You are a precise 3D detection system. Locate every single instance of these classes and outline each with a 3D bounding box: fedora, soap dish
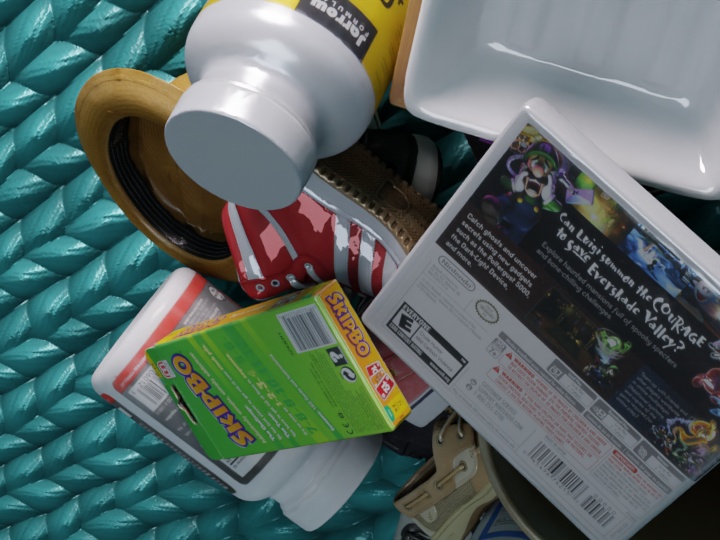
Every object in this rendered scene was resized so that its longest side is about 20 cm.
[{"bbox_3d":[-0.113,-0.080,0.920,0.201,0.082,0.201,29,149,19],"label":"fedora"},{"bbox_3d":[0.127,-0.134,0.671,0.200,0.081,0.157,17,131,6],"label":"soap dish"}]

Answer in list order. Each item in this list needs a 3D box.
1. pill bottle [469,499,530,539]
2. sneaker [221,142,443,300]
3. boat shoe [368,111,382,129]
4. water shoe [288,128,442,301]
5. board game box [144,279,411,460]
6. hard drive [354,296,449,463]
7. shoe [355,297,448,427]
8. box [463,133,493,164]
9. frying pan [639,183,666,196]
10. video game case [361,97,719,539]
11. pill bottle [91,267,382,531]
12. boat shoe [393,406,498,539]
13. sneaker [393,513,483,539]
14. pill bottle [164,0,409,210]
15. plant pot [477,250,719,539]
[{"bbox_3d":[0.127,0.216,0.905,0.112,0.200,0.112,14,124,22],"label":"pill bottle"},{"bbox_3d":[0.000,0.000,0.809,0.200,0.071,0.112,43,127,0],"label":"sneaker"},{"bbox_3d":[-0.033,-0.144,0.869,0.075,0.062,0.200,-10,128,28],"label":"boat shoe"},{"bbox_3d":[-0.020,-0.038,0.896,0.079,0.072,0.200,18,139,-21],"label":"water shoe"},{"bbox_3d":[-0.061,0.070,0.826,0.200,0.030,0.096,-19,105,46],"label":"board game box"},{"bbox_3d":[0.059,0.060,0.954,0.140,0.038,0.200,29,129,11],"label":"hard drive"},{"bbox_3d":[0.057,0.023,0.857,0.091,0.071,0.200,36,129,-7],"label":"shoe"},{"bbox_3d":[0.153,-0.114,0.762,0.200,0.036,0.143,-11,129,25],"label":"box"},{"bbox_3d":[0.167,-0.051,0.735,0.190,0.115,0.031,-18,87,28],"label":"frying pan"},{"bbox_3d":[0.117,0.036,0.696,0.200,0.023,0.182,44,129,9],"label":"video game case"},{"bbox_3d":[-0.090,0.100,0.958,0.200,0.116,0.116,39,130,-9],"label":"pill bottle"},{"bbox_3d":[0.080,0.129,0.914,0.065,0.071,0.200,33,130,6],"label":"boat shoe"},{"bbox_3d":[0.053,0.250,1.047,0.074,0.079,0.200,23,125,18],"label":"sneaker"},{"bbox_3d":[-0.031,-0.135,0.725,0.112,0.200,0.112,18,150,11],"label":"pill bottle"},{"bbox_3d":[0.196,0.075,0.797,0.200,0.174,0.200,13,122,23],"label":"plant pot"}]
